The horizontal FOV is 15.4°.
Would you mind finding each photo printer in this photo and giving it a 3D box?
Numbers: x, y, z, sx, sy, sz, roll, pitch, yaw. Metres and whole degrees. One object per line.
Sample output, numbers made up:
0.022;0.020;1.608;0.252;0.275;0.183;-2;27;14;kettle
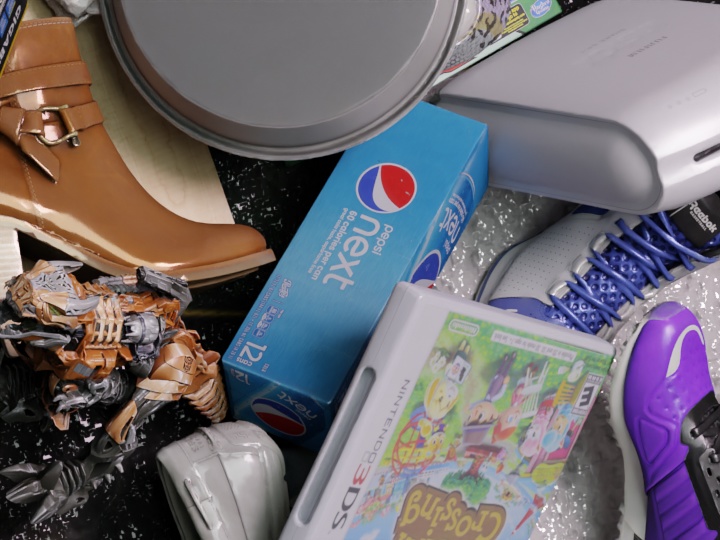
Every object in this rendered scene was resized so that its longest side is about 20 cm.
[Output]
0.163;-0.096;1.504;0.166;0.200;0.070;-29;115;-29;photo printer

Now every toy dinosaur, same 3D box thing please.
-0.128;0.056;1.362;0.136;0.102;0.200;-40;129;14;toy dinosaur

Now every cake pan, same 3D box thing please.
-0.041;-0.160;1.408;0.200;0.037;0.201;0;86;0;cake pan

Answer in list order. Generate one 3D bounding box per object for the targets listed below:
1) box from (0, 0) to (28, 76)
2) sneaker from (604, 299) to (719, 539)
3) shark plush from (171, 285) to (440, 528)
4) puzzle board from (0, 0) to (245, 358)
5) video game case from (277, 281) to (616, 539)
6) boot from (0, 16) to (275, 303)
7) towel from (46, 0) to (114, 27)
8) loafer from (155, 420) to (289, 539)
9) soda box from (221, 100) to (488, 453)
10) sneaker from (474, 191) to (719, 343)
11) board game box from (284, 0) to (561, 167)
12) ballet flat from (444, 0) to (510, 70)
-0.276;-0.081;1.339;0.159;0.049;0.200;16;73;7;box
0.199;0.114;1.508;0.070;0.099;0.201;-30;124;-44;sneaker
-0.017;0.090;1.487;0.200;0.091;0.083;-35;78;-6;shark plush
-0.159;-0.069;1.449;0.150;0.017;0.200;-19;90;-26;puzzle board
0.045;0.106;1.426;0.200;0.022;0.182;16;101;-53;video game case
-0.144;-0.058;1.407;0.200;0.074;0.155;-3;79;-28;boot
-0.170;-0.241;1.452;0.200;0.034;0.133;49;63;-4;towel
-0.070;0.180;1.413;0.070;0.070;0.201;-12;99;-23;loafer
0.000;0.000;1.463;0.068;0.064;0.200;21;61;16;soda box
0.153;-0.013;1.538;0.081;0.115;0.199;47;65;-11;sneaker
0.008;-0.164;1.540;0.200;0.029;0.135;-32;97;-27;board game box
0.010;-0.143;1.483;0.200;0.072;0.072;-9;86;-28;ballet flat
